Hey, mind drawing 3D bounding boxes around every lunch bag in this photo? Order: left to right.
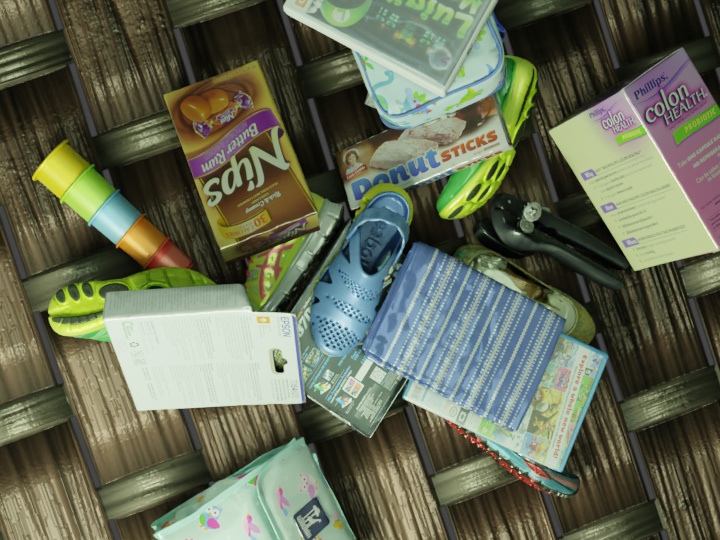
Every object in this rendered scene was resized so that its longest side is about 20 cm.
[{"bbox_3d":[-0.108,0.305,1.255,0.198,0.122,0.172,-29,91,-14],"label":"lunch bag"},{"bbox_3d":[0.065,-0.265,1.218,0.159,0.082,0.203,-23,80,6],"label":"lunch bag"}]

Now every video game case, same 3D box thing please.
[{"bbox_3d":[0.046,-0.306,1.175,0.198,0.023,0.184,29,86,10],"label":"video game case"},{"bbox_3d":[0.164,0.120,1.274,0.198,0.018,0.145,25,82,1],"label":"video game case"}]

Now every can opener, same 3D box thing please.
[{"bbox_3d":[0.233,-0.035,1.323,0.197,0.079,0.064,19,76,-15],"label":"can opener"}]

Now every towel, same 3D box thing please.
[{"bbox_3d":[0.116,0.074,1.254,0.198,0.024,0.146,27,81,-5],"label":"towel"}]

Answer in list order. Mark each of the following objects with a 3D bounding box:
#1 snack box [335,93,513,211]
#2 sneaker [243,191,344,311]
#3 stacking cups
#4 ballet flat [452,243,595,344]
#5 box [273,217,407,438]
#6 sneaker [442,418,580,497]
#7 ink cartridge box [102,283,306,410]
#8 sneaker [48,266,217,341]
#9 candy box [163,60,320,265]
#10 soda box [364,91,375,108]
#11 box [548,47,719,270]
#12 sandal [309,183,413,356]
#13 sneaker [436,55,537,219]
[{"bbox_3d":[0.070,-0.135,1.272,0.198,0.024,0.073,-21,78,20],"label":"snack box"},{"bbox_3d":[-0.104,-0.009,1.281,0.090,0.078,0.201,34,80,1],"label":"sneaker"},{"bbox_3d":[-0.275,-0.059,1.270,0.200,0.060,0.061,42,86,-10],"label":"stacking cups"},{"bbox_3d":[0.194,0.035,1.315,0.198,0.071,0.071,32,87,-6],"label":"ballet flat"},{"bbox_3d":[-0.003,0.066,1.301,0.158,0.046,0.202,33,87,-5],"label":"box"},{"bbox_3d":[0.187,0.183,1.308,0.199,0.079,0.096,38,84,-6],"label":"sneaker"},{"bbox_3d":[-0.160,0.085,1.207,0.196,0.201,0.041,-1,55,-1],"label":"ink cartridge box"},{"bbox_3d":[-0.244,0.040,1.253,0.196,0.084,0.075,-2,79,-2],"label":"sneaker"},{"bbox_3d":[-0.131,-0.121,1.249,0.115,0.057,0.202,-21,73,-6],"label":"candy box"},{"bbox_3d":[0.066,-0.281,1.299,0.067,0.063,0.203,18,88,-5],"label":"soda box"},{"bbox_3d":[0.335,-0.118,1.268,0.096,0.176,0.202,-34,93,-18],"label":"box"},{"bbox_3d":[0.000,0.000,1.233,0.078,0.087,0.203,20,94,-8],"label":"sandal"},{"bbox_3d":[0.137,-0.154,1.307,0.083,0.074,0.202,27,94,25],"label":"sneaker"}]
